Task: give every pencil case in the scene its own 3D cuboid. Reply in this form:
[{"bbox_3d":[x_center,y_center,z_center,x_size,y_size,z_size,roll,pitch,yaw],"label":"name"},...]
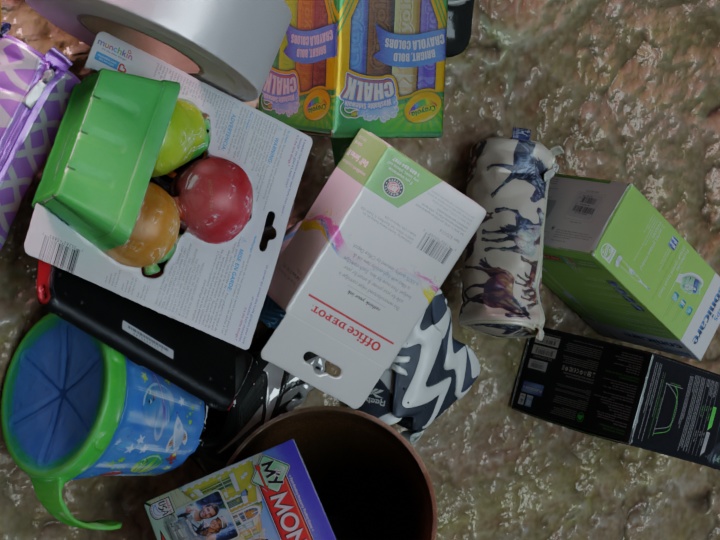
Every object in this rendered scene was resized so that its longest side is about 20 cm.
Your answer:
[{"bbox_3d":[-0.283,-0.082,1.229,0.084,0.085,0.202,30,81,-37],"label":"pencil case"},{"bbox_3d":[0.141,-0.030,1.513,0.078,0.089,0.202,35,56,-57],"label":"pencil case"}]

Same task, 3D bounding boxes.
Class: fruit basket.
[{"bbox_3d":[-0.145,-0.060,1.233,0.199,0.093,0.187,26,70,-32],"label":"fruit basket"}]

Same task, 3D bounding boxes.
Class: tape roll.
[{"bbox_3d":[-0.157,-0.203,1.229,0.202,0.202,0.071,26,83,-36],"label":"tape roll"}]

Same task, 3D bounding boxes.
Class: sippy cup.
[{"bbox_3d":[-0.201,0.110,1.305,0.130,0.140,0.179,20,109,-46],"label":"sippy cup"}]

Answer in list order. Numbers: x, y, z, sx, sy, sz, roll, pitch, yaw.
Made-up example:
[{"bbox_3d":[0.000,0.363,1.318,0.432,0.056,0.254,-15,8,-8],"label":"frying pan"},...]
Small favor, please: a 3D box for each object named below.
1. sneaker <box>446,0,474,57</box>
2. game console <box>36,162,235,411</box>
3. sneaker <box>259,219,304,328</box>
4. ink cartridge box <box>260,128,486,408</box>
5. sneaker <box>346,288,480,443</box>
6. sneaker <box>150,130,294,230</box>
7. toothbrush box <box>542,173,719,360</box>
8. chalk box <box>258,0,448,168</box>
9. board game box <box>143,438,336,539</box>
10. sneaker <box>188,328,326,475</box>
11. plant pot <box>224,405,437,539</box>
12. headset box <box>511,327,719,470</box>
[{"bbox_3d":[0.082,-0.292,1.460,0.074,0.088,0.202,-21,111,-33],"label":"sneaker"},{"bbox_3d":[-0.177,0.005,1.292,0.199,0.031,0.178,34,38,-35],"label":"game console"},{"bbox_3d":[-0.014,-0.028,1.405,0.199,0.081,0.077,-27,116,-4],"label":"sneaker"},{"bbox_3d":[0.000,0.000,1.335,0.117,0.067,0.201,31,94,-29],"label":"ink cartridge box"},{"bbox_3d":[0.025,0.079,1.487,0.130,0.079,0.200,-54,134,-26],"label":"sneaker"},{"bbox_3d":[-0.129,-0.082,1.348,0.199,0.077,0.079,25,82,-38],"label":"sneaker"},{"bbox_3d":[0.254,-0.006,1.601,0.200,0.145,0.087,41,74,-33],"label":"toothbrush box"},{"bbox_3d":[-0.008,-0.174,1.390,0.123,0.124,0.202,-2,99,-36],"label":"chalk box"},{"bbox_3d":[-0.075,0.252,1.273,0.133,0.029,0.201,-23,70,-7],"label":"board game box"},{"bbox_3d":[-0.093,0.095,1.412,0.090,0.066,0.201,36,79,-37],"label":"sneaker"},{"bbox_3d":[-0.027,0.238,1.400,0.187,0.186,0.200,-52,166,-17],"label":"plant pot"},{"bbox_3d":[0.288,0.133,1.633,0.199,0.173,0.094,18,87,-38],"label":"headset box"}]
